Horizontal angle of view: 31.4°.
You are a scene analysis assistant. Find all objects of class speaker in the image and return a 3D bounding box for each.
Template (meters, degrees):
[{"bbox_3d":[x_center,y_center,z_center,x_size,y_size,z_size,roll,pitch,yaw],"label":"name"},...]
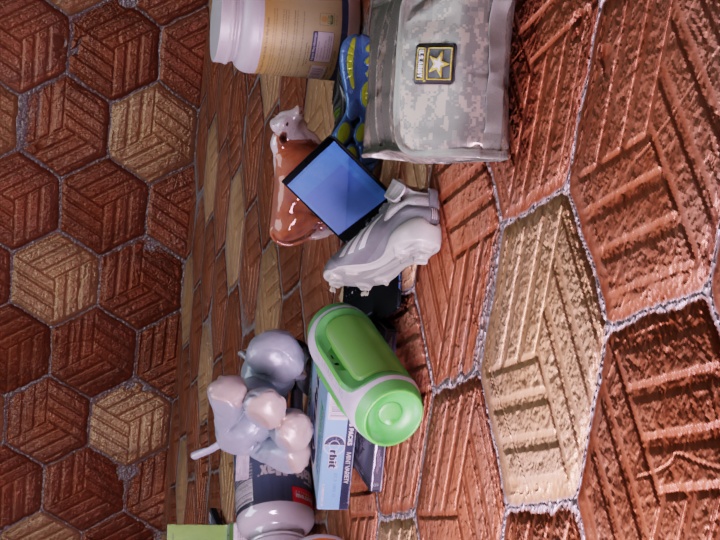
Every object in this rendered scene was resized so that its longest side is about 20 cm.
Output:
[{"bbox_3d":[0.002,0.116,1.468,0.200,0.087,0.090,-127,41,-56],"label":"speaker"}]

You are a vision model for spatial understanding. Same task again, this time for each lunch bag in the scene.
[{"bbox_3d":[0.080,-0.185,1.213,0.200,0.116,0.167,-172,85,-70],"label":"lunch bag"}]

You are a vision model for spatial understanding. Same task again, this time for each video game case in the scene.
[{"bbox_3d":[0.012,0.156,1.601,0.143,0.019,0.203,-141,56,-73],"label":"video game case"},{"bbox_3d":[-0.318,0.636,2.776,0.143,0.019,0.203,-152,65,-75],"label":"video game case"}]

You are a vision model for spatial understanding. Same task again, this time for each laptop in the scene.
[{"bbox_3d":[-0.026,-0.036,1.573,0.177,0.102,0.203,147,129,-63],"label":"laptop"}]

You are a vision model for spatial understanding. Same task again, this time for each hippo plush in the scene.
[{"bbox_3d":[-0.116,0.175,1.723,0.201,0.158,0.162,109,-172,-50],"label":"hippo plush"}]

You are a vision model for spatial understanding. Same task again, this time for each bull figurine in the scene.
[{"bbox_3d":[-0.077,-0.133,1.802,0.065,0.120,0.203,-127,42,-67],"label":"bull figurine"}]

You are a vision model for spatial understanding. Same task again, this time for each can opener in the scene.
[{"bbox_3d":[-0.110,0.192,1.985,0.079,0.062,0.202,-108,26,-53],"label":"can opener"}]

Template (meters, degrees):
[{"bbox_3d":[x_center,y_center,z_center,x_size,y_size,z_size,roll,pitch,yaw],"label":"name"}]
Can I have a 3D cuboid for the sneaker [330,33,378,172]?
[{"bbox_3d":[-0.004,-0.203,1.664,0.083,0.070,0.203,-117,32,-89],"label":"sneaker"}]

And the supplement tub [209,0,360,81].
[{"bbox_3d":[-0.109,-0.349,1.818,0.144,0.197,0.147,-177,90,-75],"label":"supplement tub"}]

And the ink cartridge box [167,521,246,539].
[{"bbox_3d":[-0.206,0.475,2.027,0.076,0.197,0.150,142,129,-71],"label":"ink cartridge box"}]

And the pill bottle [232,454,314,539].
[{"bbox_3d":[-0.129,0.343,1.915,0.120,0.118,0.202,113,155,-52],"label":"pill bottle"}]

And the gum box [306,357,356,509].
[{"bbox_3d":[-0.038,0.182,1.667,0.201,0.044,0.172,-103,17,-64],"label":"gum box"}]

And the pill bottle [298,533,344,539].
[{"bbox_3d":[-0.038,0.425,1.556,0.201,0.108,0.111,-111,28,-58],"label":"pill bottle"}]

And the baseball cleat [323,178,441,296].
[{"bbox_3d":[0.029,-0.040,1.445,0.199,0.069,0.108,-20,58,50],"label":"baseball cleat"}]

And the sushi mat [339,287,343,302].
[{"bbox_3d":[0.000,0.000,1.690,0.201,0.012,0.096,107,159,-43],"label":"sushi mat"}]
